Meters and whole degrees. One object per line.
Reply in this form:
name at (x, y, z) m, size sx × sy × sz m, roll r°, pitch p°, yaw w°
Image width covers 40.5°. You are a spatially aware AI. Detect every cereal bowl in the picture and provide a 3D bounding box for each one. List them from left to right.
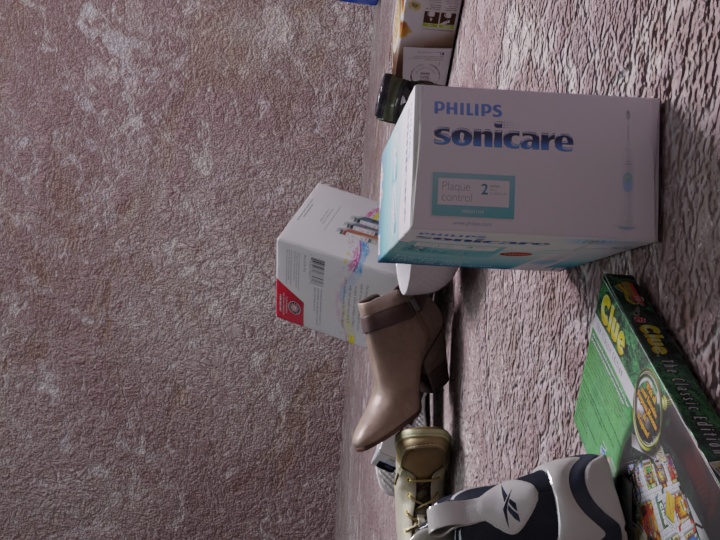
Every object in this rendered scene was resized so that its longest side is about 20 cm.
cereal bowl at (0.085, -0.071, 1.142) m, size 0.200 × 0.082 × 0.205 m, roll 179°, pitch 90°, yaw -87°

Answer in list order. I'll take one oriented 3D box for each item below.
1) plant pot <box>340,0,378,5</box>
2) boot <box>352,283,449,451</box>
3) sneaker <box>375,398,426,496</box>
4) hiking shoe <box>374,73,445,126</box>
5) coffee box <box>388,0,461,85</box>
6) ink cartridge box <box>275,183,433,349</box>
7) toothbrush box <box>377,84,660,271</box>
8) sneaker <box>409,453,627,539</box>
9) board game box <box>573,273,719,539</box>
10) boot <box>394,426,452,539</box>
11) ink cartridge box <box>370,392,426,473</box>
plant pot at (-0.024, -0.894, 2.757) m, size 0.180 × 0.196 × 0.204 m, roll 118°, pitch 155°, yaw -65°
boot at (0.033, 0.104, 1.182) m, size 0.199 × 0.070 × 0.148 m, roll -36°, pitch -72°, yaw -43°
sneaker at (0.064, 0.245, 1.431) m, size 0.115 × 0.071 × 0.203 m, roll 92°, pitch -171°, yaw -59°
hiking shoe at (0.092, -0.193, 1.215) m, size 0.199 × 0.099 × 0.077 m, roll -13°, pitch -59°, yaw -65°
coffee box at (0.089, -0.344, 1.382) m, size 0.202 × 0.078 × 0.116 m, roll 97°, pitch 175°, yaw -49°
ink cartridge box at (0.000, 0.000, 1.349) m, size 0.145 × 0.197 × 0.147 m, roll -56°, pitch -21°, yaw -47°
toothbrush box at (0.091, -0.051, 0.635) m, size 0.200 × 0.143 × 0.087 m, roll 132°, pitch 140°, yaw -82°
sneaker at (0.080, 0.187, 0.568) m, size 0.201 × 0.127 × 0.081 m, roll 82°, pitch -177°, yaw -49°
board game box at (0.151, 0.096, 0.507) m, size 0.201 × 0.023 × 0.107 m, roll -95°, pitch 7°, yaw -61°
boot at (0.074, 0.287, 1.169) m, size 0.201 × 0.071 × 0.157 m, roll 90°, pitch -179°, yaw -58°
ink cartridge box at (0.069, 0.168, 1.326) m, size 0.100 × 0.039 × 0.203 m, roll 103°, pitch -172°, yaw -70°
